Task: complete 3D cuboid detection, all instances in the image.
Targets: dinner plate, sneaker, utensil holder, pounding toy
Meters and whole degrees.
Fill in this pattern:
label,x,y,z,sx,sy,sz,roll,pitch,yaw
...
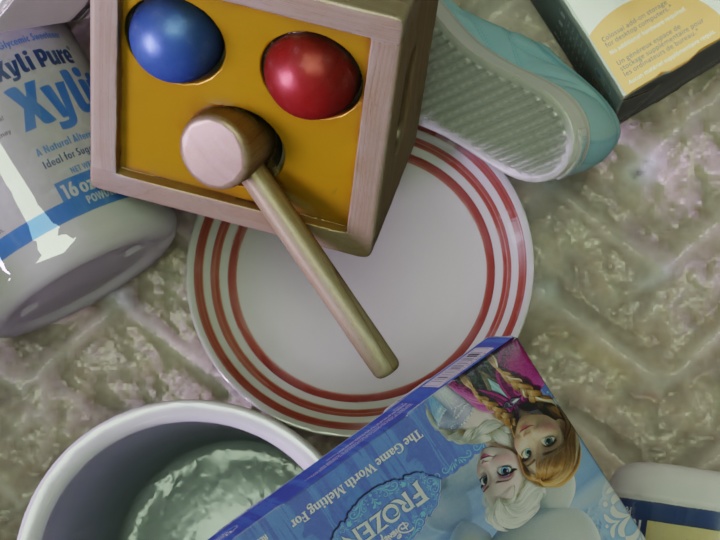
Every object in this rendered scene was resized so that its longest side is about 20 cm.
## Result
label,x,y,z,sx,sy,sz,roll,pitch,yaw
dinner plate,0.000,0.000,1.068,0.200,0.024,0.200,-2,71,5
sneaker,0.065,-0.114,1.076,0.200,0.082,0.074,42,119,26
utensil holder,-0.075,0.156,0.978,0.170,0.200,0.170,0,84,4
pounding toy,-0.043,-0.080,0.956,0.184,0.200,0.142,15,44,7

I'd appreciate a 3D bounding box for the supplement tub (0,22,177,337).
label,x,y,z,sx,sy,sz,roll,pitch,yaw
supplement tub,-0.203,-0.076,1.051,0.132,0.132,0.200,-30,83,0

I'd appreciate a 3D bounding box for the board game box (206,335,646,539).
label,x,y,z,sx,sy,sz,roll,pitch,yaw
board game box,0.042,0.167,0.861,0.200,0.043,0.199,-35,97,-14

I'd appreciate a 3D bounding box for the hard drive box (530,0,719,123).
label,x,y,z,sx,sy,sz,roll,pitch,yaw
hard drive box,0.159,-0.211,1.070,0.156,0.077,0.200,-32,82,-1

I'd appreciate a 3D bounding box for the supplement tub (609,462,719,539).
label,x,y,z,sx,sy,sz,roll,pitch,yaw
supplement tub,0.188,0.209,0.981,0.144,0.144,0.200,9,83,5

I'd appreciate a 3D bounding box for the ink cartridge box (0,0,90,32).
label,x,y,z,sx,sy,sz,roll,pitch,yaw
ink cartridge box,-0.172,-0.216,1.025,0.084,0.200,0.145,-44,82,27
